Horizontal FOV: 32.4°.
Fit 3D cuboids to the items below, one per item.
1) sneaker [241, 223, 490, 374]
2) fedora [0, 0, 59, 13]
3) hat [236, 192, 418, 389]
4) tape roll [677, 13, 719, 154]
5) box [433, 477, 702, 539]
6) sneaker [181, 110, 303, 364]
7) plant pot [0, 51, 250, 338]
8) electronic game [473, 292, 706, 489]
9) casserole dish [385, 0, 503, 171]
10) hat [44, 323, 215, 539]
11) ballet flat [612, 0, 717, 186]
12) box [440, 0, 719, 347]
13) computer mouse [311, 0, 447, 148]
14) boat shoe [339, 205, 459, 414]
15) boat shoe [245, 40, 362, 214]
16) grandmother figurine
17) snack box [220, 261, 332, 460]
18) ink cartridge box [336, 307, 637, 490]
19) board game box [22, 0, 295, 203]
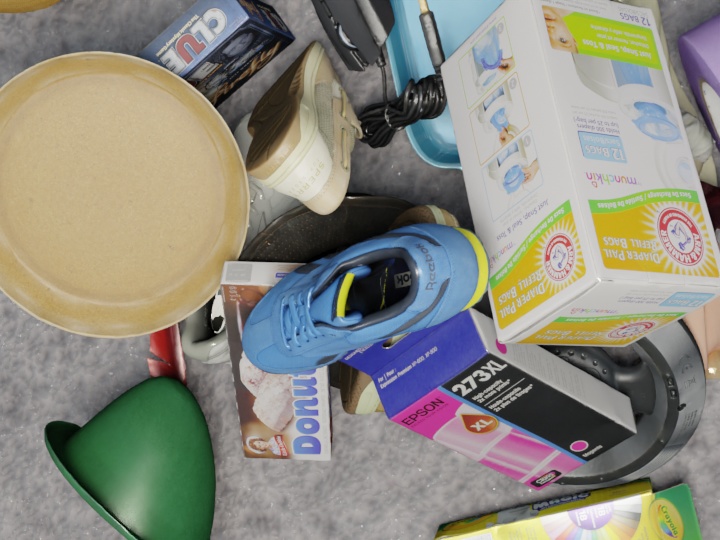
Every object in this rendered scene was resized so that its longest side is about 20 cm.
[{"bbox_3d":[-0.017,0.019,0.757,0.198,0.078,0.067,-21,80,39],"label":"sneaker"},{"bbox_3d":[-0.254,-0.292,0.941,0.197,0.082,0.205,0,90,10],"label":"fedora"},{"bbox_3d":[0.000,0.000,0.915,0.197,0.082,0.203,-3,132,-3],"label":"hat"},{"bbox_3d":[0.282,-0.079,0.809,0.065,0.200,0.203,-26,91,11],"label":"tape roll"},{"bbox_3d":[0.164,0.232,0.940,0.197,0.048,0.119,-14,93,13],"label":"box"},{"bbox_3d":[-0.089,-0.021,0.926,0.077,0.099,0.204,11,97,23],"label":"sneaker"},{"bbox_3d":[-0.174,-0.051,0.851,0.196,0.028,0.204,-1,110,-3],"label":"plant pot"},{"bbox_3d":[0.148,0.081,0.895,0.196,0.042,0.203,8,125,11],"label":"electronic game"},{"bbox_3d":[0.081,-0.170,0.918,0.119,0.039,0.204,-12,93,11],"label":"casserole dish"},{"bbox_3d":[-0.125,0.101,0.928,0.200,0.166,0.177,41,89,-12],"label":"hat"},{"bbox_3d":[0.197,-0.122,0.886,0.068,0.069,0.203,-20,89,11],"label":"ballet flat"},{"bbox_3d":[0.137,-0.062,0.783,0.111,0.101,0.203,4,65,-30],"label":"box"},{"bbox_3d":[0.002,-0.191,0.879,0.045,0.140,0.204,-13,94,-25],"label":"computer mouse"},{"bbox_3d":[0.042,0.029,0.847,0.075,0.201,0.073,5,54,-14],"label":"boat shoe"},{"bbox_3d":[-0.035,-0.099,0.864,0.065,0.201,0.072,38,111,-18],"label":"boat shoe"},{"bbox_3d":[0.225,-0.019,0.860,0.119,0.061,0.203,-7,118,13],"label":"grandmother figurine"},{"bbox_3d":[-0.058,0.071,0.907,0.070,0.025,0.202,1,136,2],"label":"snack box"},{"bbox_3d":[0.087,0.083,0.826,0.199,0.038,0.094,30,129,-31],"label":"ink cartridge box"},{"bbox_3d":[-0.147,-0.126,0.911,0.199,0.135,0.035,-39,87,12],"label":"board game box"}]
